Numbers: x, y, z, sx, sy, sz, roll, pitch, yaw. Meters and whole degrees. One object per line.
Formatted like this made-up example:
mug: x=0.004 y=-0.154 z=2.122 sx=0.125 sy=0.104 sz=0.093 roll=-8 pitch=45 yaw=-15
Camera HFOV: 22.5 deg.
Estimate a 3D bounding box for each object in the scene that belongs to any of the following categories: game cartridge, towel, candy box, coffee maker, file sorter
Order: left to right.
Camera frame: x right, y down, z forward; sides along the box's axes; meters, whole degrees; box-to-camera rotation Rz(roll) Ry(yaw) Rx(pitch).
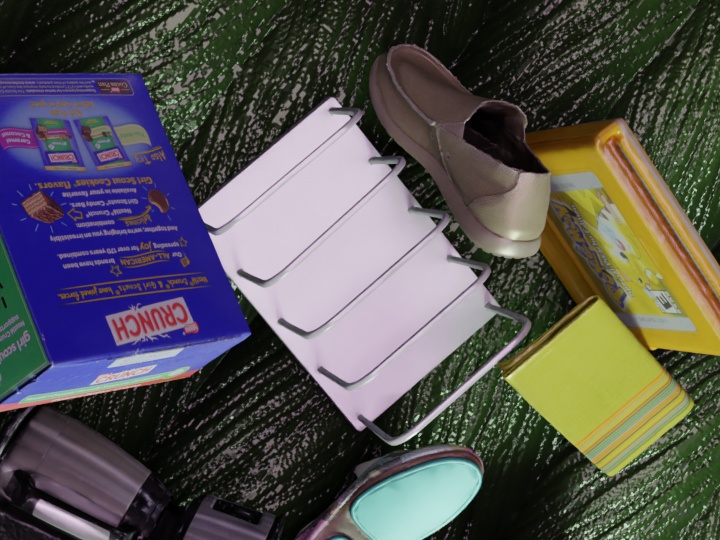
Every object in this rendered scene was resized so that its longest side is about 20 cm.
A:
candy box: x=-0.184 y=-0.023 z=1.152 sx=0.169 sy=0.077 sz=0.200 roll=-6 pitch=67 yaw=-48
coffee maker: x=-0.175 y=0.208 z=1.216 sx=0.200 sy=0.135 sz=0.192 roll=28 pitch=115 yaw=1
file sorter: x=0.000 y=0.000 z=1.244 sx=0.139 sy=0.125 sz=0.200 roll=-41 pitch=101 yaw=-7
towel: x=0.169 y=0.082 z=1.273 sx=0.086 sy=0.018 sz=0.200 roll=-41 pitch=142 yaw=6
game cartridge: x=0.171 y=-0.019 z=1.240 sx=0.032 sy=0.200 sz=0.176 roll=-38 pitch=101 yaw=-16

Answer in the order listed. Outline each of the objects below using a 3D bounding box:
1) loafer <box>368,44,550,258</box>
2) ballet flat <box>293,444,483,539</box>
loafer: x=0.075 y=-0.094 z=1.229 sx=0.076 sy=0.200 sz=0.068 roll=0 pitch=133 yaw=-40
ballet flat: x=-0.003 y=0.180 z=1.283 sx=0.200 sy=0.071 sz=0.069 roll=-40 pitch=113 yaw=4
